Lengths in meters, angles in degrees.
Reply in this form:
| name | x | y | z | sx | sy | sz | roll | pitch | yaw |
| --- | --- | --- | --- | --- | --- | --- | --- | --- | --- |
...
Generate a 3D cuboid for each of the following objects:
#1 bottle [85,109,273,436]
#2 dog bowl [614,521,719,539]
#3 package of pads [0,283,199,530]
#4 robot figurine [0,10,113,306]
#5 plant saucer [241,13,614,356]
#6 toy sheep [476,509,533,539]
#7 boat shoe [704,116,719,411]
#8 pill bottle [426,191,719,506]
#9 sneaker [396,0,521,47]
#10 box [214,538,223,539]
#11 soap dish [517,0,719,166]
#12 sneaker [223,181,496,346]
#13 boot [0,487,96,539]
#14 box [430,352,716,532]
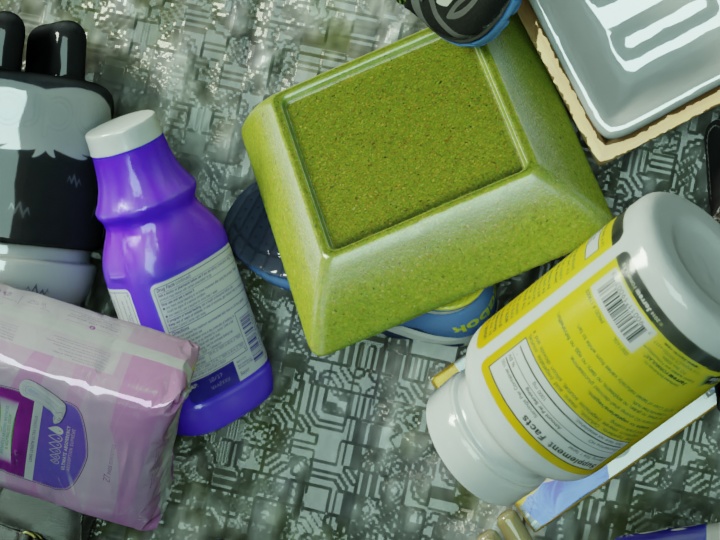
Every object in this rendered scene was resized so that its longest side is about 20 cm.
| name | x | y | z | sx | sy | sz | roll | pitch | yaw |
| --- | --- | --- | --- | --- | --- | --- | --- | --- | --- |
| bottle | -0.119 | 0.001 | 1.465 | 0.065 | 0.083 | 0.201 | -1 | 114 | 47 |
| dog bowl | 0.200 | 0.253 | 1.382 | 0.078 | 0.200 | 0.202 | -7 | 88 | 10 |
| package of pads | -0.202 | 0.075 | 1.420 | 0.198 | 0.076 | 0.121 | 17 | 128 | 2 |
| robot figurine | -0.223 | -0.061 | 1.487 | 0.149 | 0.125 | 0.202 | 5 | 90 | 14 |
| plant saucer | 0.031 | -0.071 | 1.431 | 0.199 | 0.048 | 0.201 | -23 | 52 | 4 |
| toy sheep | 0.076 | 0.237 | 1.440 | 0.199 | 0.138 | 0.138 | -33 | 85 | 21 |
| boat shoe | 0.231 | -0.005 | 1.422 | 0.064 | 0.072 | 0.202 | -3 | 70 | -10 |
| pill bottle | 0.135 | 0.053 | 1.378 | 0.200 | 0.112 | 0.113 | -40 | 84 | 30 |
| sneaker | 0.030 | -0.195 | 1.428 | 0.199 | 0.082 | 0.071 | 35 | 97 | 45 |
| box | -0.138 | 0.301 | 1.432 | 0.199 | 0.118 | 0.198 | -21 | 56 | 6 |
| soap dish | 0.172 | -0.188 | 1.452 | 0.157 | 0.081 | 0.201 | -28 | 86 | 7 |
| sneaker | 0.000 | 0.000 | 1.476 | 0.199 | 0.082 | 0.074 | 21 | 71 | 30 |
| boot | -0.243 | 0.135 | 1.513 | 0.199 | 0.069 | 0.175 | 26 | 93 | 6 |
| box | 0.158 | 0.060 | 1.472 | 0.199 | 0.041 | 0.119 | -36 | 85 | 8 |
